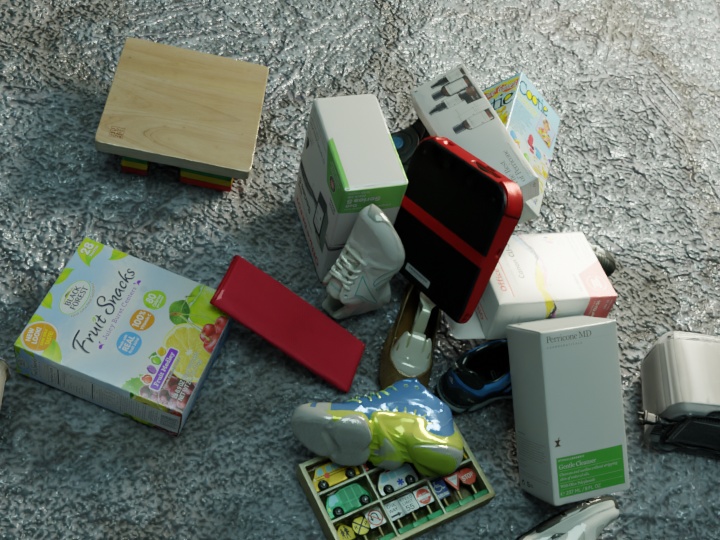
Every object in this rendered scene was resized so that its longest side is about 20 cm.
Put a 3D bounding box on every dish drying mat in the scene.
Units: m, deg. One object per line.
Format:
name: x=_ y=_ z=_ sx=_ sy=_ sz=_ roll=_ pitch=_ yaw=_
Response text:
dish drying mat: x=-0.084 y=0.065 z=1.152 sx=0.200 sy=0.018 sz=0.077 roll=36 pitch=49 yaw=-18

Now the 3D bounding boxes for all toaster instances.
toaster: x=0.434 y=0.159 z=1.217 sx=0.200 sy=0.114 sz=0.129 roll=10 pitch=50 yaw=-6

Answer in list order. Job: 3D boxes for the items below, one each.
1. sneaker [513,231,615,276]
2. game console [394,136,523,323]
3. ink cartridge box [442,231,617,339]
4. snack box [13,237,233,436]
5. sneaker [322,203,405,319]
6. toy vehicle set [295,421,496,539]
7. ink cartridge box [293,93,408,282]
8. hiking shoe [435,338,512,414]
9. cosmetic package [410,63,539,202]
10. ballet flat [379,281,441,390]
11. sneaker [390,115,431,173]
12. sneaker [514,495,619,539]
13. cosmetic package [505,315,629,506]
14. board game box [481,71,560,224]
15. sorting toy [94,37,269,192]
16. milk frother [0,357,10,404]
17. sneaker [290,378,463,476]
sneaker: x=0.247 y=0.000 z=1.305 sx=0.200 sy=0.066 sz=0.091 roll=10 pitch=57 yaw=-4
game console: x=0.105 y=-0.056 z=1.173 sx=0.031 sy=0.177 sz=0.200 roll=6 pitch=24 yaw=-35
ink cartridge box: x=0.198 y=0.018 z=1.191 sx=0.200 sy=0.068 sz=0.117 roll=-4 pitch=48 yaw=-17
snack box: x=-0.265 y=0.074 z=1.107 sx=0.200 sy=0.068 sz=0.169 roll=21 pitch=52 yaw=0
sneaker: x=0.000 y=0.000 z=1.153 sx=0.080 sy=0.200 sz=0.070 roll=-27 pitch=62 yaw=-23
toy vehicle set: x=0.041 y=0.244 z=1.099 sx=0.200 sy=0.027 sz=0.124 roll=-18 pitch=63 yaw=-26
ink cartridge box: x=-0.018 y=-0.100 z=1.215 sx=0.084 sy=0.200 sz=0.146 roll=-8 pitch=59 yaw=-18
hiking shoe: x=0.192 y=0.119 z=1.190 sx=0.200 sy=0.087 sz=0.074 roll=-19 pitch=63 yaw=-26
cosmetic package: x=0.145 y=-0.165 z=1.234 sx=0.083 sy=0.051 sz=0.200 roll=-29 pitch=65 yaw=1
ballet flat: x=0.070 y=0.078 z=1.195 sx=0.068 sy=0.072 sz=0.200 roll=20 pitch=54 yaw=-1
sneaker: x=0.082 y=-0.167 z=1.319 sx=0.200 sy=0.082 sz=0.073 roll=-43 pitch=67 yaw=-12
sneaker: x=0.224 y=0.338 z=1.069 sx=0.200 sy=0.076 sz=0.115 roll=-24 pitch=74 yaw=-20
cosmetic package: x=0.240 y=0.158 z=1.121 sx=0.108 sy=0.085 sz=0.200 roll=-9 pitch=96 yaw=-19
board game box: x=0.197 y=-0.164 z=1.356 sx=0.105 sy=0.103 sz=0.200 roll=43 pitch=48 yaw=-28
sorting toy: x=-0.239 y=-0.206 z=1.307 sx=0.200 sy=0.070 sz=0.199 roll=11 pitch=54 yaw=-8
milk frother: x=-0.448 y=0.154 z=0.922 sx=0.180 sy=0.200 sz=0.188 roll=2 pitch=55 yaw=-10
sneaker: x=0.019 y=0.168 z=1.094 sx=0.200 sy=0.076 sz=0.105 roll=18 pitch=41 yaw=-11
